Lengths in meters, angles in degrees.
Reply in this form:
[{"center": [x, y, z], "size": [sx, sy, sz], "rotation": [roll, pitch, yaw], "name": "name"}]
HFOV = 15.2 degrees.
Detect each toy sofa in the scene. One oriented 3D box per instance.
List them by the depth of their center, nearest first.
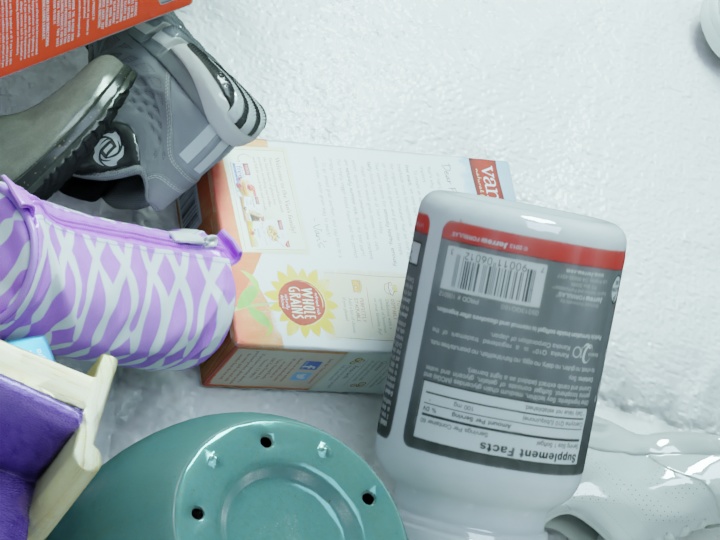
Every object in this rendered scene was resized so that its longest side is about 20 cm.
[{"center": [-0.219, 0.061, 1.230], "size": [0.200, 0.083, 0.098], "rotation": [24, 51, -14], "name": "toy sofa"}]

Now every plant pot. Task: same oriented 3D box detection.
[{"center": [-0.066, 0.163, 1.350], "size": [0.200, 0.161, 0.201], "rotation": [13, 56, -21], "name": "plant pot"}]

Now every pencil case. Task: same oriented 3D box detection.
[{"center": [-0.141, 0.004, 1.407], "size": [0.084, 0.085, 0.200], "rotation": [55, 22, 23], "name": "pencil case"}]

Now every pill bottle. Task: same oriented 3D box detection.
[{"center": [0.071, 0.063, 1.465], "size": [0.116, 0.116, 0.200], "rotation": [9, 95, -24], "name": "pill bottle"}]

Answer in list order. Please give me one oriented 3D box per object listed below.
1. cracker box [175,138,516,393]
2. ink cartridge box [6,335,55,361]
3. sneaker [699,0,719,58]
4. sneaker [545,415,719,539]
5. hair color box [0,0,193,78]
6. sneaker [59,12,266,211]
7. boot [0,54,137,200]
[{"center": [0.000, 0.000, 1.552], "size": [0.200, 0.058, 0.134], "rotation": [4, 61, -26], "name": "cracker box"}, {"center": [-0.249, 0.099, 1.318], "size": [0.200, 0.116, 0.067], "rotation": [-10, 67, -33], "name": "ink cartridge box"}, {"center": [0.328, -0.147, 1.793], "size": [0.200, 0.100, 0.075], "rotation": [21, 52, -18], "name": "sneaker"}, {"center": [0.170, 0.138, 1.562], "size": [0.200, 0.075, 0.089], "rotation": [9, 70, -17], "name": "sneaker"}, {"center": [-0.195, -0.156, 1.437], "size": [0.200, 0.061, 0.101], "rotation": [-26, 46, -36], "name": "hair color box"}, {"center": [-0.145, -0.102, 1.527], "size": [0.075, 0.116, 0.200], "rotation": [39, 6, -46], "name": "sneaker"}, {"center": [-0.225, -0.075, 1.431], "size": [0.131, 0.068, 0.200], "rotation": [45, 78, 1], "name": "boot"}]
